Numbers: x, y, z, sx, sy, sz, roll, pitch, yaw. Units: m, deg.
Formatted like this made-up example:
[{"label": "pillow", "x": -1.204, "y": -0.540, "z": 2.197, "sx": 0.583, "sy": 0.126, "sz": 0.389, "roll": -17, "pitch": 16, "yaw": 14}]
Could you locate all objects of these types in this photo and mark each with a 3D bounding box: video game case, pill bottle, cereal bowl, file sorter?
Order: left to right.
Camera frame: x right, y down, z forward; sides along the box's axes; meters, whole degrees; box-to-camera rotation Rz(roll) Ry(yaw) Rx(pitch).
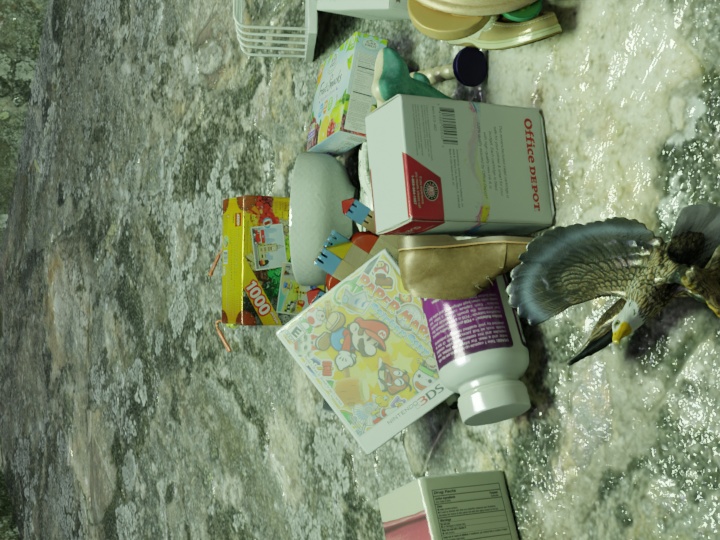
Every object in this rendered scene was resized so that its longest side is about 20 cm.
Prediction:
[{"label": "file sorter", "x": -0.129, "y": -0.413, "z": 1.649, "sx": 0.200, "sy": 0.124, "sz": 0.139, "roll": 165, "pitch": 106, "yaw": -86}, {"label": "cereal bowl", "x": -0.047, "y": -0.075, "z": 1.567, "sx": 0.200, "sy": 0.083, "sz": 0.201, "roll": 0, "pitch": -90, "yaw": -83}, {"label": "video game case", "x": 0.021, "y": 0.105, "z": 1.370, "sx": 0.182, "sy": 0.023, "sz": 0.200, "roll": -37, "pitch": 91, "yaw": 9}, {"label": "pill bottle", "x": 0.138, "y": 0.079, "z": 1.284, "sx": 0.112, "sy": 0.112, "sz": 0.201, "roll": -41, "pitch": 55, "yaw": 50}]

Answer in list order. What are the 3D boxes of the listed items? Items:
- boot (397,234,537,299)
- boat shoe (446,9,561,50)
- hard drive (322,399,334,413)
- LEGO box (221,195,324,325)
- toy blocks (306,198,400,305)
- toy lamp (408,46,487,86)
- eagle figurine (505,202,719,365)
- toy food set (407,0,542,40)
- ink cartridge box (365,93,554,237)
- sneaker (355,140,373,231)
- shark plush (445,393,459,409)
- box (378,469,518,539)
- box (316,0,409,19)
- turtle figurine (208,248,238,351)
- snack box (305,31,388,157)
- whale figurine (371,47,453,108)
[{"label": "boot", "x": 0.143, "y": -0.005, "z": 1.230, "sx": 0.074, "sy": 0.199, "sz": 0.076, "roll": 36, "pitch": -129, "yaw": -83}, {"label": "boat shoe", "x": 0.162, "y": -0.305, "z": 1.284, "sx": 0.200, "sy": 0.074, "sz": 0.067, "roll": 20, "pitch": 126, "yaw": 57}, {"label": "hard drive", "x": 0.007, "y": 0.140, "z": 1.519, "sx": 0.200, "sy": 0.042, "sz": 0.136, "roll": 161, "pitch": 121, "yaw": -65}, {"label": "LEGO box", "x": -0.137, "y": -0.014, "z": 1.694, "sx": 0.077, "sy": 0.148, "sz": 0.201, "roll": -1, "pitch": 88, "yaw": 58}, {"label": "toy blocks", "x": 0.000, "y": 0.000, "z": 1.412, "sx": 0.200, "sy": 0.136, "sz": 0.100, "roll": -58, "pitch": 10, "yaw": 1}, {"label": "toy lamp", "x": 0.087, "y": -0.257, "z": 1.432, "sx": 0.200, "sy": 0.058, "sz": 0.059, "roll": 4, "pitch": 92, "yaw": 57}, {"label": "eagle figurine", "x": 0.263, "y": 0.021, "z": 1.047, "sx": 0.200, "sy": 0.151, "sz": 0.152, "roll": -5, "pitch": 95, "yaw": 51}, {"label": "toy food set", "x": 0.139, "y": -0.349, "z": 1.241, "sx": 0.049, "sy": 0.197, "sz": 0.201, "roll": 83, "pitch": 173, "yaw": -50}, {"label": "ink cartridge box", "x": 0.116, "y": -0.115, "z": 1.246, "sx": 0.083, "sy": 0.199, "sz": 0.146, "roll": -22, "pitch": 70, "yaw": 58}, {"label": "sneaker", "x": 0.019, "y": -0.101, "z": 1.516, "sx": 0.088, "sy": 0.075, "sz": 0.201, "roll": -22, "pitch": 70, "yaw": 55}, {"label": "shark plush", "x": 0.081, "y": 0.096, "z": 1.422, "sx": 0.083, "sy": 0.090, "sz": 0.201, "roll": -96, "pitch": 3, "yaw": -84}, {"label": "box", "x": 0.116, "y": 0.355, "z": 1.295, "sx": 0.109, "sy": 0.127, "sz": 0.201, "roll": -40, "pitch": 55, "yaw": 51}, {"label": "box", "x": 0.033, "y": -0.417, "z": 1.484, "sx": 0.200, "sy": 0.097, "sz": 0.125, "roll": 21, "pitch": 107, "yaw": 57}, {"label": "turtle figurine", "x": -0.198, "y": 0.031, "z": 1.871, "sx": 0.161, "sy": 0.064, "sz": 0.201, "roll": -35, "pitch": 51, "yaw": 44}, {"label": "snack box", "x": -0.023, "y": -0.248, "z": 1.547, "sx": 0.200, "sy": 0.053, "sz": 0.143, "roll": 169, "pitch": 113, "yaw": -73}, {"label": "whale figurine", "x": 0.080, "y": -0.189, "z": 1.333, "sx": 0.103, "sy": 0.200, "sz": 0.160, "roll": -7, "pitch": 52, "yaw": 22}]
